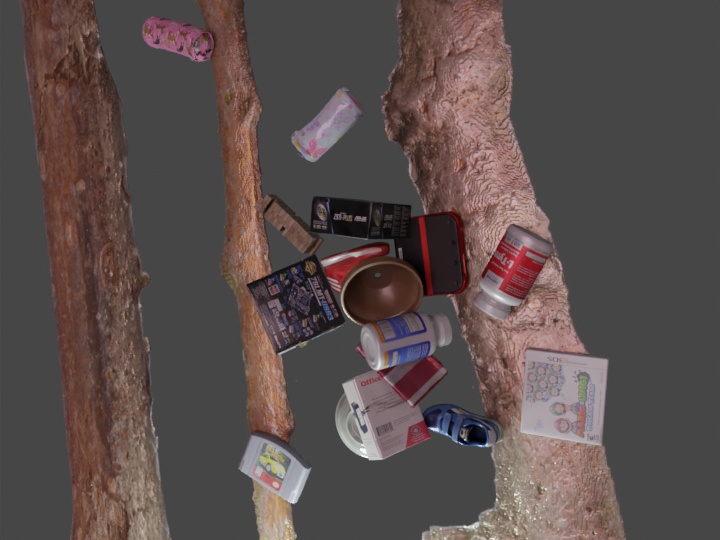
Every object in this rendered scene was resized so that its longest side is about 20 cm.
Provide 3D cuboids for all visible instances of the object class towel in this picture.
[{"bbox_3d":[0.103,0.219,1.563,0.200,0.144,0.023,45,146,13],"label":"towel"}]

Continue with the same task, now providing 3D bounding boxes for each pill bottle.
[{"bbox_3d":[0.341,0.005,1.456,0.112,0.112,0.201,31,104,17],"label":"pill bottle"},{"bbox_3d":[0.111,0.159,1.519,0.199,0.112,0.113,-11,90,-20],"label":"pill bottle"}]

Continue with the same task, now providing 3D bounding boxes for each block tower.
[{"bbox_3d":[-0.189,-0.124,1.695,0.200,0.058,0.054,42,109,13],"label":"block tower"}]

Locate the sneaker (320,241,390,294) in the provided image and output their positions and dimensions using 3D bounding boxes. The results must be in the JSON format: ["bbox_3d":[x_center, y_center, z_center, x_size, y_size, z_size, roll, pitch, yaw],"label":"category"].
[{"bbox_3d":[0.000,0.000,1.627,0.199,0.078,0.116,-13,98,35],"label":"sneaker"}]

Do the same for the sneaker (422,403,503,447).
[{"bbox_3d":[0.238,0.374,1.543,0.199,0.082,0.074,8,98,24],"label":"sneaker"}]

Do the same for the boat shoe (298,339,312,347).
[{"bbox_3d":[-0.184,0.106,1.712,0.072,0.072,0.200,-32,76,-8],"label":"boat shoe"}]

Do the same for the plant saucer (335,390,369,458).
[{"bbox_3d":[0.019,0.392,1.652,0.199,0.050,0.201,2,95,23],"label":"plant saucer"}]

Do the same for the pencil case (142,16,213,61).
[{"bbox_3d":[-0.505,-0.641,1.773,0.199,0.087,0.083,22,133,20],"label":"pencil case"}]

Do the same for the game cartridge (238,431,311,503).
[{"bbox_3d":[-0.238,0.536,1.777,0.199,0.041,0.134,25,99,19],"label":"game cartridge"}]

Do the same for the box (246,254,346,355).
[{"bbox_3d":[-0.165,0.088,1.657,0.198,0.050,0.201,-24,82,-6],"label":"box"}]

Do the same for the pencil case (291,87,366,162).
[{"bbox_3d":[-0.082,-0.366,1.617,0.200,0.083,0.091,-39,101,19],"label":"pencil case"}]

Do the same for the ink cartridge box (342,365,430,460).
[{"bbox_3d":[0.062,0.340,1.567,0.084,0.144,0.201,-36,72,62],"label":"ink cartridge box"}]

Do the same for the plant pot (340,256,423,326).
[{"bbox_3d":[0.048,0.035,1.555,0.200,0.093,0.201,-3,127,-4],"label":"plant pot"}]

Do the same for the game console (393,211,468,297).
[{"bbox_3d":[0.170,-0.037,1.572,0.176,0.031,0.201,-6,91,29],"label":"game console"}]

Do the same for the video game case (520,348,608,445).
[{"bbox_3d":[0.467,0.288,1.474,0.181,0.024,0.201,5,96,22],"label":"video game case"}]

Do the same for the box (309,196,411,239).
[{"bbox_3d":[0.003,-0.125,1.527,0.163,0.200,0.087,10,98,31],"label":"box"}]
